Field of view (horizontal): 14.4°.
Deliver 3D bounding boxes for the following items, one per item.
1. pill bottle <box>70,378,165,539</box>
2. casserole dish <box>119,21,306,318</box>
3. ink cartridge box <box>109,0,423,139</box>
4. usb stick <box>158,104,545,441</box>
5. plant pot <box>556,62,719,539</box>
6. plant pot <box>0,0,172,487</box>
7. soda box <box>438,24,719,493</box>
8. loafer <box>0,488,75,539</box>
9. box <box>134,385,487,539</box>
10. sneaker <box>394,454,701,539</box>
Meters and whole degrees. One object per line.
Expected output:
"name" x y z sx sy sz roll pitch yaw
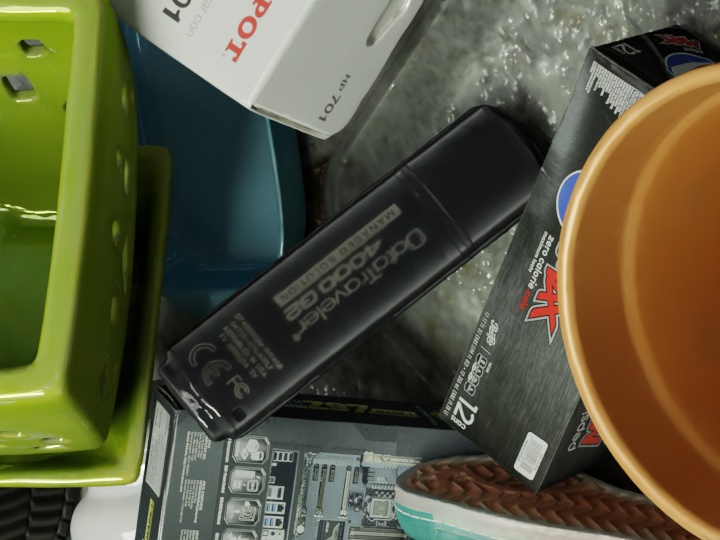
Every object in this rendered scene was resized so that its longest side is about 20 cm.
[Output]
"pill bottle" -0.079 0.156 1.423 0.116 0.116 0.200 -9 96 41
"casserole dish" -0.080 -0.077 1.406 0.121 0.039 0.200 -1 103 40
"ink cartridge box" -0.065 -0.175 1.304 0.200 0.086 0.147 35 98 28
"usb stick" 0.000 0.000 1.281 0.055 0.200 0.033 51 171 9
"plant pot" 0.198 0.003 1.129 0.200 0.140 0.200 14 112 37
"plant pot" -0.192 -0.002 1.307 0.199 0.182 0.200 -1 68 13
"soda box" 0.108 -0.004 1.248 0.063 0.071 0.200 38 124 26
"loafer" -0.204 0.078 1.542 0.071 0.073 0.200 -2 92 44
"box" -0.029 0.159 1.336 0.051 0.157 0.200 -144 60 -70
"sneaker" 0.106 0.140 1.274 0.200 0.071 0.080 13 113 20
